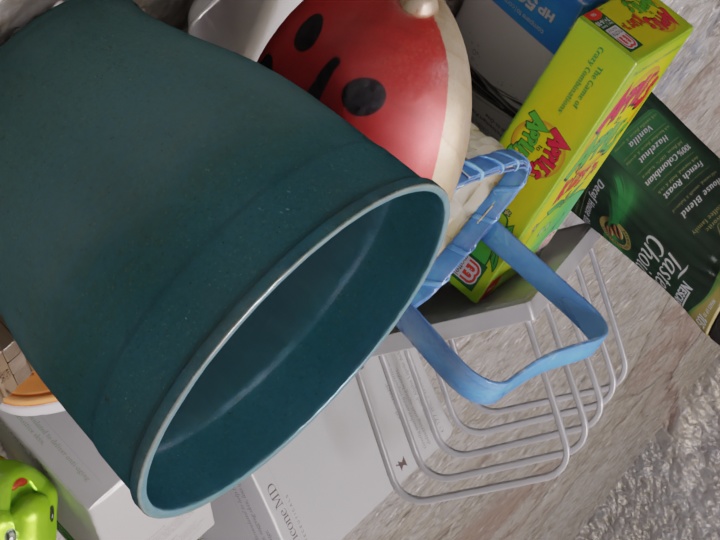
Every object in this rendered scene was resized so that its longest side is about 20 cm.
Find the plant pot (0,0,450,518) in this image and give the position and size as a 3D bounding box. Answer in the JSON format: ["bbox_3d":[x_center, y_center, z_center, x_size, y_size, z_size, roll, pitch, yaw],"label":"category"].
[{"bbox_3d":[-0.093,-0.022,0.971,0.200,0.188,0.200,-43,164,-16],"label":"plant pot"}]

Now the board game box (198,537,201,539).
[{"bbox_3d":[-0.064,0.119,1.589,0.200,0.062,0.200,-36,160,-33],"label":"board game box"}]

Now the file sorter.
[{"bbox_3d":[0.093,0.063,1.428,0.138,0.125,0.200,-14,-170,22],"label":"file sorter"}]

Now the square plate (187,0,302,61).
[{"bbox_3d":[-0.015,-0.162,1.131,0.198,0.028,0.200,-45,163,-9],"label":"square plate"}]

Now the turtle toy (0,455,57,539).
[{"bbox_3d":[-0.239,0.176,1.205,0.145,0.101,0.201,-27,154,-50],"label":"turtle toy"}]

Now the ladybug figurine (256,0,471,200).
[{"bbox_3d":[-0.013,-0.070,1.068,0.072,0.136,0.201,-19,148,-40],"label":"ladybug figurine"}]

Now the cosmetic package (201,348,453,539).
[{"bbox_3d":[-0.034,0.119,1.449,0.081,0.113,0.200,-11,-159,41],"label":"cosmetic package"}]

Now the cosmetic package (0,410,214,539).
[{"bbox_3d":[-0.156,0.114,1.266,0.085,0.108,0.200,-41,161,-15],"label":"cosmetic package"}]

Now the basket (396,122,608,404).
[{"bbox_3d":[0.045,-0.011,1.230,0.139,0.200,0.176,-56,160,24],"label":"basket"}]

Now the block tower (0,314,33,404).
[{"bbox_3d":[-0.168,0.008,1.084,0.200,0.054,0.058,-42,162,-16],"label":"block tower"}]

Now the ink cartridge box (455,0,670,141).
[{"bbox_3d":[0.124,-0.151,1.406,0.146,0.084,0.201,-31,158,-43],"label":"ink cartridge box"}]

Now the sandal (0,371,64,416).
[{"bbox_3d":[-0.112,0.024,1.136,0.205,0.080,0.059,-23,167,-10],"label":"sandal"}]

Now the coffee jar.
[{"bbox_3d":[0.224,-0.033,1.423,0.085,0.200,0.104,-40,163,-22],"label":"coffee jar"}]

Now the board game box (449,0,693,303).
[{"bbox_3d":[0.125,-0.080,1.324,0.101,0.048,0.201,-32,159,-55],"label":"board game box"}]
